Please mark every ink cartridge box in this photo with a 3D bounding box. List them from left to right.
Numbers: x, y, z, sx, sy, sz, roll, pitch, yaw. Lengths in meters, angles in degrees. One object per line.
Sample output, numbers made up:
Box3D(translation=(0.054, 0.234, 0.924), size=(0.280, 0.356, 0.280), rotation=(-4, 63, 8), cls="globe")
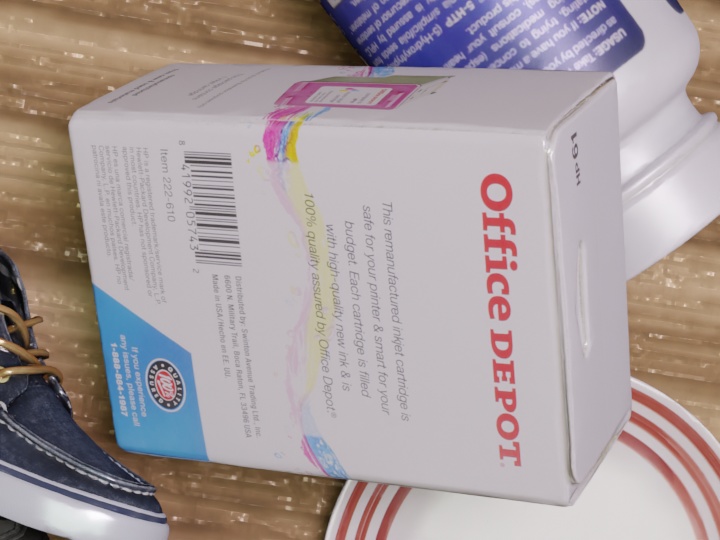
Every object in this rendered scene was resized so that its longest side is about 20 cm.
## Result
Box3D(translation=(0.000, 0.000, 0.724), size=(0.199, 0.085, 0.145), rotation=(5, 113, 26), cls="ink cartridge box")

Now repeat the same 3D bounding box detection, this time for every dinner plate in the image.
Box3D(translation=(0.080, 0.139, 0.819), size=(0.199, 0.024, 0.201), rotation=(0, 90, -5), cls="dinner plate")

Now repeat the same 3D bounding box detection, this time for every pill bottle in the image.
Box3D(translation=(0.069, -0.094, 0.771), size=(0.120, 0.120, 0.200), rotation=(-37, 92, -3), cls="pill bottle")

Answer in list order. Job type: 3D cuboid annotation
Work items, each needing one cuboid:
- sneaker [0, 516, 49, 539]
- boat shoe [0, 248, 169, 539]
Box3D(translation=(-0.141, 0.193, 0.779), size=(0.097, 0.071, 0.201), rotation=(-18, 90, -2), cls="sneaker")
Box3D(translation=(-0.150, 0.040, 0.753), size=(0.200, 0.071, 0.091), rotation=(24, 86, 22), cls="boat shoe")
